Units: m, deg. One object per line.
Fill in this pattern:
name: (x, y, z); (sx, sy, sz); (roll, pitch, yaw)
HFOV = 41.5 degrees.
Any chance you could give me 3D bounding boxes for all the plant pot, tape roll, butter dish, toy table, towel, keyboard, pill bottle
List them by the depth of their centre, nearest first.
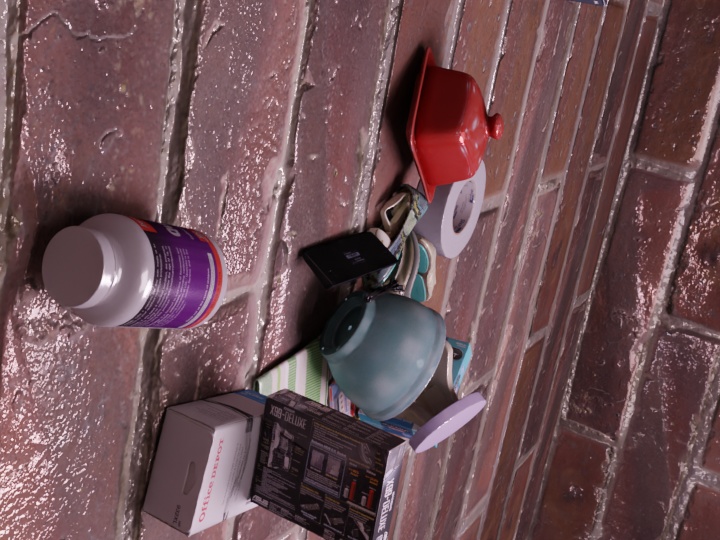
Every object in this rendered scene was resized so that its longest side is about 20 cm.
pill bottle: (-0.231, 0.003, 0.986); (0.199, 0.111, 0.114); (11, 97, -66)
keyboard: (0.000, 0.000, 1.468); (0.199, 0.127, 0.021); (-19, 153, -55)
towel: (-0.108, 0.197, 1.491); (0.199, 0.023, 0.155); (-31, 133, -53)
plant pot: (0.020, 0.115, 1.497); (0.134, 0.199, 0.202); (35, 70, -23)
butter dish: (0.166, -0.240, 1.587); (0.200, 0.146, 0.202); (65, 32, -57)
toy table: (0.118, 0.220, 1.605); (0.184, 0.117, 0.200); (-44, 163, 15)
tape roll: (0.169, -0.128, 1.804); (0.200, 0.065, 0.203); (-45, 144, -46)

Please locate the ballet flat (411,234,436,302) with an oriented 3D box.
ballet flat: (0.112, -0.018, 1.764); (0.063, 0.067, 0.201); (-56, 160, -28)

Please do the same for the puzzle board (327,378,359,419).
puzzle board: (-0.011, 0.235, 1.729); (0.151, 0.017, 0.202); (-49, 147, -42)

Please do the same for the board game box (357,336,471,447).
board game box: (0.102, 0.208, 1.753); (0.047, 0.149, 0.202); (75, 35, -53)

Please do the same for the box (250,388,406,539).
box: (-0.047, 0.265, 1.251); (0.050, 0.198, 0.160); (-14, 117, -58)

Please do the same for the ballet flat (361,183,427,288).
ballet flat: (0.044, -0.065, 1.601); (0.201, 0.073, 0.075); (-61, 153, -28)

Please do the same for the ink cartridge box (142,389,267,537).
ink cartridge box: (-0.188, 0.252, 1.281); (0.199, 0.083, 0.147); (-1, 108, -65)

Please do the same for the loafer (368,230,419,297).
loafer: (0.053, 0.017, 1.639); (0.075, 0.069, 0.203); (156, -56, -65)

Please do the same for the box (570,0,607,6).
box: (0.384, -0.620, 1.762); (0.124, 0.198, 0.199); (27, 81, -63)
